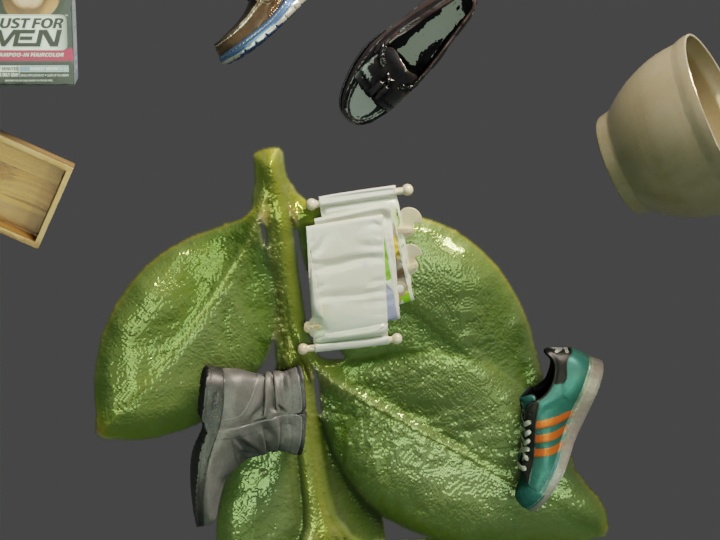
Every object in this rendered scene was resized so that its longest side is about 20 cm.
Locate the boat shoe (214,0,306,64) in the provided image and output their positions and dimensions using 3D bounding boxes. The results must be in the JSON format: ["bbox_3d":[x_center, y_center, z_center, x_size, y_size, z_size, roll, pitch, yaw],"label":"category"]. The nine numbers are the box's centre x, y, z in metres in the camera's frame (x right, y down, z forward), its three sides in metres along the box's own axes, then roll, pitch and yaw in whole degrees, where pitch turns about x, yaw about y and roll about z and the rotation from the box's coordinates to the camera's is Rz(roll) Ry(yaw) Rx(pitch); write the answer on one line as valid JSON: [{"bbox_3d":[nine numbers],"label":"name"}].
[{"bbox_3d":[-0.093,-0.308,1.530,0.200,0.072,0.072,-45,101,-6],"label":"boat shoe"}]

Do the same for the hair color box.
[{"bbox_3d":[-0.351,-0.298,1.495,0.098,0.061,0.203,-1,103,-8],"label":"hair color box"}]

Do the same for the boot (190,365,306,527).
[{"bbox_3d":[-0.128,0.208,1.651,0.130,0.070,0.202,5,107,-15],"label":"boot"}]

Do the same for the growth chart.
[{"bbox_3d":[0.000,0.000,1.641,0.143,0.018,0.203,0,104,-9],"label":"growth chart"}]

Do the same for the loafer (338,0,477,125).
[{"bbox_3d":[0.052,-0.241,1.565,0.072,0.063,0.200,42,95,-15],"label":"loafer"}]

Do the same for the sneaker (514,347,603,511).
[{"bbox_3d":[0.216,0.185,1.695,0.079,0.071,0.202,21,95,-8],"label":"sneaker"}]

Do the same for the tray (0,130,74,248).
[{"bbox_3d":[-0.423,-0.111,1.544,0.198,0.037,0.099,24,99,-14],"label":"tray"}]

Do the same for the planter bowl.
[{"bbox_3d":[0.346,-0.143,1.581,0.134,0.201,0.201,-23,108,26],"label":"planter bowl"}]
